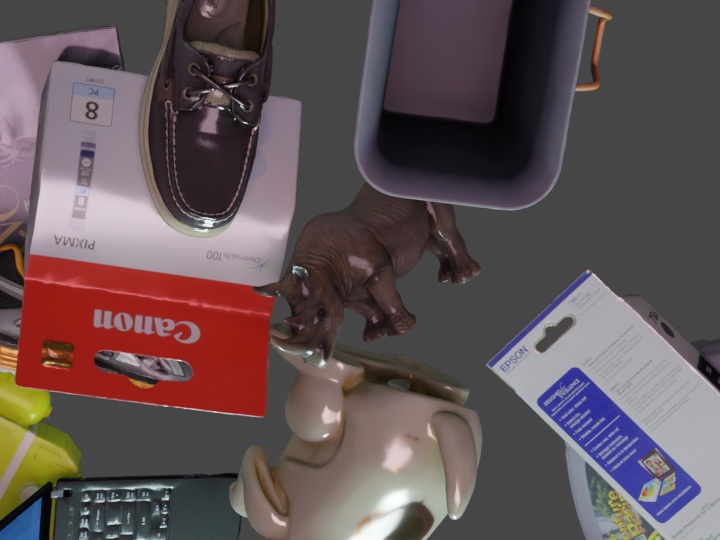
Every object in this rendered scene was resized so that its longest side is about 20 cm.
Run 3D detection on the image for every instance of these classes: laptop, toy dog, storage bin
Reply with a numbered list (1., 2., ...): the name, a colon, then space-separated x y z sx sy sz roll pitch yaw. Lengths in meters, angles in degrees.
1. laptop: -0.169 0.233 1.425 0.199 0.103 0.178 0 113 -17
2. toy dog: 0.001 0.160 1.393 0.139 0.194 0.201 12 100 -46
3. storage bin: 0.073 -0.153 1.343 0.145 0.134 0.201 7 106 -5

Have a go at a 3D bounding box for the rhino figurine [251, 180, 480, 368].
1. rhino figurine: 0.000 0.000 1.367 0.060 0.200 0.088 -22 101 43

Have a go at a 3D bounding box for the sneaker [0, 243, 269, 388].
1. sneaker: -0.153 0.036 1.409 0.199 0.078 0.078 11 97 -13

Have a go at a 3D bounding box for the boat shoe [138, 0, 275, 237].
1. boat shoe: -0.088 -0.122 1.334 0.072 0.065 0.201 12 73 -16

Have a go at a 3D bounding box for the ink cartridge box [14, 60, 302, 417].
1. ink cartridge box: -0.123 -0.020 1.350 0.159 0.047 0.201 8 68 -15

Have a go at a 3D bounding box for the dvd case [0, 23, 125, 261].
1. dvd case: -0.242 -0.070 1.408 0.199 0.016 0.149 -8 106 -1

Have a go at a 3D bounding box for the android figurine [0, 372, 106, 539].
1. android figurine: -0.266 0.142 1.454 0.200 0.041 0.182 30 102 -9

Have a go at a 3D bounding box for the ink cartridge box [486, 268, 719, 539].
1. ink cartridge box: 0.185 0.091 1.418 0.200 0.039 0.099 44 113 -6

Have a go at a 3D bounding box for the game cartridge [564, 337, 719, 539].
1. game cartridge: 0.211 0.151 1.472 0.133 0.041 0.201 -14 105 21
